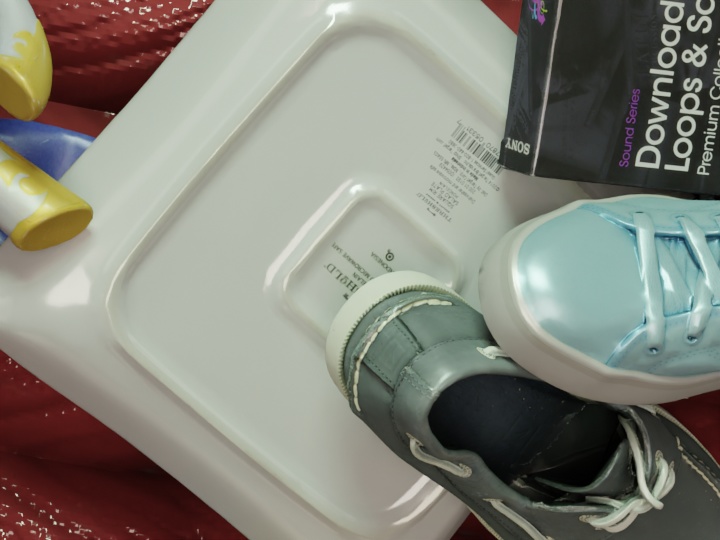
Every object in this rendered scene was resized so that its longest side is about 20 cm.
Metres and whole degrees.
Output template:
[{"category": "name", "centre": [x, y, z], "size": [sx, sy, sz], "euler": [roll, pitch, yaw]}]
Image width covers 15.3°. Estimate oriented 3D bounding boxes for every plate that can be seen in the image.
[{"category": "plate", "centre": [0.000, 0.000, 0.928], "size": [0.200, 0.032, 0.200], "euler": [41, 89, -20]}]

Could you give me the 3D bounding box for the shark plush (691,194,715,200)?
[{"category": "shark plush", "centre": [0.176, 0.058, 0.968], "size": [0.083, 0.091, 0.200], "euler": [-42, 85, -20]}]

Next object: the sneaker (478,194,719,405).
[{"category": "sneaker", "centre": [0.138, -0.002, 0.883], "size": [0.200, 0.082, 0.074], "euler": [0, 64, -26]}]

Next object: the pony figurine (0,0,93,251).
[{"category": "pony figurine", "centre": [-0.200, -0.083, 0.863], "size": [0.193, 0.167, 0.200], "euler": [-18, 65, -32]}]

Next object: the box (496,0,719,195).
[{"category": "box", "centre": [0.153, -0.094, 0.922], "size": [0.200, 0.036, 0.143], "euler": [4, 98, -18]}]

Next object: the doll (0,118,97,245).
[{"category": "doll", "centre": [-0.156, -0.019, 0.941], "size": [0.200, 0.048, 0.137], "euler": [17, 97, -4]}]

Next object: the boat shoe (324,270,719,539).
[{"category": "boat shoe", "centre": [0.072, 0.070, 0.919], "size": [0.200, 0.062, 0.073], "euler": [35, 94, -34]}]
